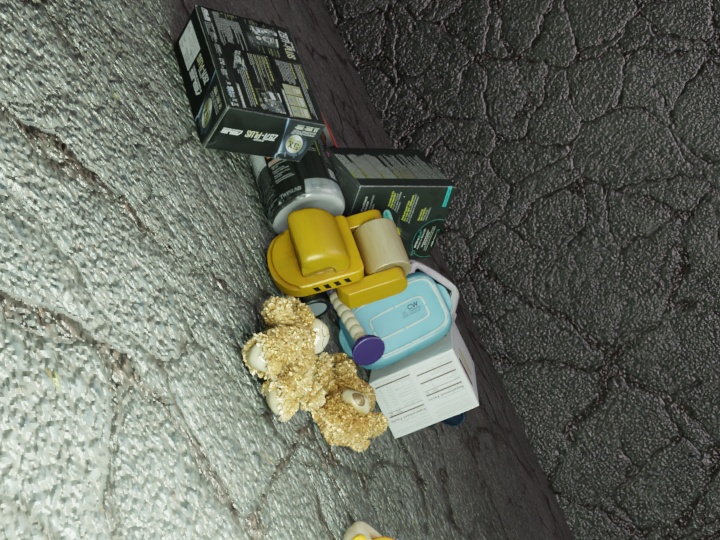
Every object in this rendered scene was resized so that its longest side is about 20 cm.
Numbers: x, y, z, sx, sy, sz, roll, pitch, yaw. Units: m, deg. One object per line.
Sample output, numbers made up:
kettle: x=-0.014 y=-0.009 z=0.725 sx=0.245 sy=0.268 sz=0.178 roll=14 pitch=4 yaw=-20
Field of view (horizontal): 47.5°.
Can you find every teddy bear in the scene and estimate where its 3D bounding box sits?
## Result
teddy bear: x=-0.013 y=0.172 z=1.125 sx=0.145 sy=0.067 sz=0.200 roll=63 pitch=11 yaw=9
teddy bear: x=-0.078 y=0.096 z=0.954 sx=0.145 sy=0.067 sz=0.200 roll=68 pitch=11 yaw=7

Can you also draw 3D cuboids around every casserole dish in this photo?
casserole dish: x=0.060 y=0.079 z=1.322 sx=0.121 sy=0.199 sz=0.039 roll=64 pitch=-12 yaw=5

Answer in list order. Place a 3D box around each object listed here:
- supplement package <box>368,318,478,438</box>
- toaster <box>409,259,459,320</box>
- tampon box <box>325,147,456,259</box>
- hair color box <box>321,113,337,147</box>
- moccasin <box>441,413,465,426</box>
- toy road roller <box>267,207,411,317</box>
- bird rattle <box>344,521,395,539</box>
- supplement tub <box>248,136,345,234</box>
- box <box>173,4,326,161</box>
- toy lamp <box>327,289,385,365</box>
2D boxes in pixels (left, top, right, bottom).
supplement package: x=0.112 y=0.178 z=1.431 sx=0.200 sy=0.155 sz=0.111 roll=-73 pitch=138 yaw=-74
toaster: x=0.093 y=0.049 z=1.567 sx=0.200 sy=0.129 sz=0.114 roll=33 pitch=65 yaw=-27
tampon box: x=0.030 y=-0.112 z=1.378 sx=0.199 sy=0.150 sz=0.126 roll=-3 pitch=38 yaw=-34
hair color box: x=-0.078 y=-0.186 z=1.498 sx=0.200 sy=0.101 sz=0.061 roll=66 pitch=5 yaw=30
moccasin: x=0.145 y=0.260 z=1.633 sx=0.200 sy=0.080 sz=0.068 roll=41 pitch=7 yaw=-31
toy road roller: x=-0.032 y=-0.026 z=1.154 sx=0.146 sy=0.199 sz=0.123 roll=89 pitch=-18 yaw=-62
bird rattle: x=0.048 y=0.352 z=0.941 sx=0.163 sy=0.113 sz=0.200 roll=49 pitch=6 yaw=9
supplement tub: x=-0.108 y=-0.162 z=1.292 sx=0.123 sy=0.122 sz=0.201 roll=43 pitch=25 yaw=-60
box: x=-0.163 y=-0.270 z=1.191 sx=0.163 sy=0.086 sz=0.201 roll=2 pitch=56 yaw=-38
toy lamp: x=-0.025 y=0.067 z=1.261 sx=0.058 sy=0.058 sz=0.200 roll=54 pitch=2 yaw=-38
